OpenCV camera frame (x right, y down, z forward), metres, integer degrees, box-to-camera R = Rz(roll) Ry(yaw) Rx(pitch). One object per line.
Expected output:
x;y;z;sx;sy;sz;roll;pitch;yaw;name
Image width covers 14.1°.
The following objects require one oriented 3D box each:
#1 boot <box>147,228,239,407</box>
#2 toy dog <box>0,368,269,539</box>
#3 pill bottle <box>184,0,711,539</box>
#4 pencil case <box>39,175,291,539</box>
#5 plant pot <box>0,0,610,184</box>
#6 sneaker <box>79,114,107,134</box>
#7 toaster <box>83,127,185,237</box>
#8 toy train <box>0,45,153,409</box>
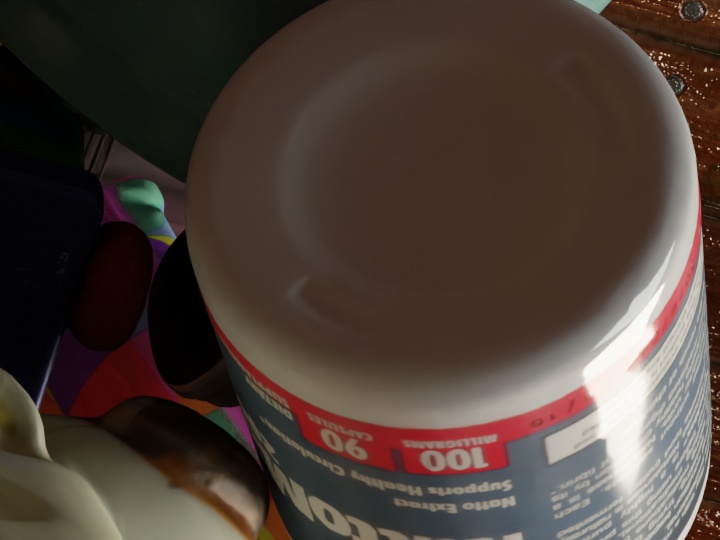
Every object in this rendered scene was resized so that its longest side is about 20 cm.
0.000;0.000;0.875;0.075;0.097;0.200;-35;-161;27;boot
-0.087;0.078;0.664;0.200;0.194;0.140;0;97;-75;toy dog
0.030;0.028;0.745;0.200;0.120;0.120;75;30;-58;pill bottle
-0.046;0.057;0.901;0.088;0.200;0.088;-32;152;-19;pencil case
-0.033;-0.105;0.785;0.134;0.200;0.200;-48;179;11;plant pot
-0.037;-0.102;0.947;0.200;0.077;0.084;-45;-175;48;sneaker
-0.037;-0.032;1.078;0.114;0.129;0.200;95;12;-56;toaster
-0.123;0.041;0.806;0.116;0.085;0.200;-101;-151;-64;toy train
